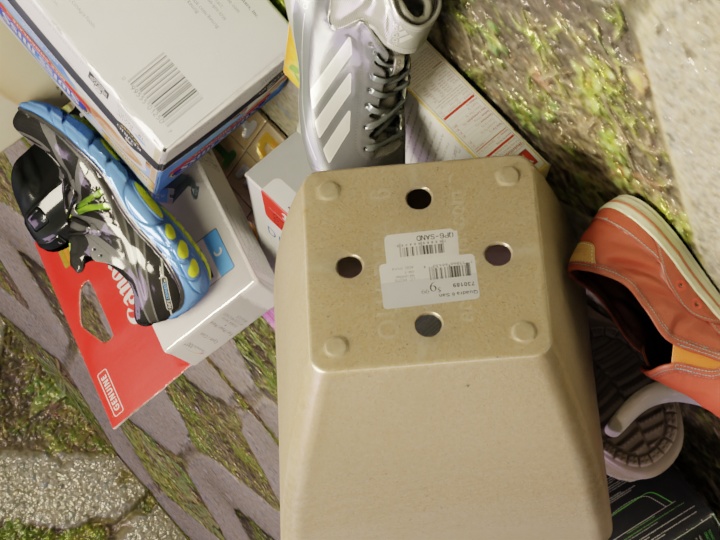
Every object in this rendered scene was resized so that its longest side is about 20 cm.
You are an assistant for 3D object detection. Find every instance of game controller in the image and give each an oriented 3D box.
[{"bbox_3d":[-0.187,-0.103,1.772,0.042,0.200,0.104,41,-164,-40],"label":"game controller"}]

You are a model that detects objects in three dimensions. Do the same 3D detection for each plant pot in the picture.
[{"bbox_3d":[0.042,0.039,1.353,0.177,0.199,0.200,83,-176,-57],"label":"plant pot"}]

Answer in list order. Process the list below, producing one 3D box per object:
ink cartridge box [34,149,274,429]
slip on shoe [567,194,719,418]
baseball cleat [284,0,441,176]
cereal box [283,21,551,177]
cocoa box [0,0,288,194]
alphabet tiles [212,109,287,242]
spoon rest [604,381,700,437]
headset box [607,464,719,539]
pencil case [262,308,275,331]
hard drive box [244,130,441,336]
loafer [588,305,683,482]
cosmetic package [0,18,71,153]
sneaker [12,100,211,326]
[{"bbox_3d":[-0.170,-0.009,1.769,0.045,0.176,0.200,31,-155,-53],"label":"ink cartridge box"},{"bbox_3d":[0.193,0.049,1.338,0.200,0.061,0.074,50,163,-6],"label":"slip on shoe"},{"bbox_3d":[0.006,-0.117,1.367,0.106,0.070,0.201,6,120,44],"label":"baseball cleat"},{"bbox_3d":[0.032,-0.098,1.475,0.200,0.040,0.144,46,162,11],"label":"cereal box"},{"bbox_3d":[-0.158,-0.179,1.636,0.200,0.133,0.131,49,165,3],"label":"cocoa box"},{"bbox_3d":[-0.136,-0.084,1.832,0.200,0.006,0.167,47,123,13],"label":"alphabet tiles"},{"bbox_3d":[0.248,0.128,1.402,0.200,0.061,0.099,35,164,5],"label":"spoon rest"},{"bbox_3d":[0.187,0.193,1.545,0.174,0.093,0.200,60,177,-31],"label":"headset box"},{"bbox_3d":[-0.060,0.008,1.873,0.200,0.086,0.083,48,-179,9],"label":"pencil case"},{"bbox_3d":[0.000,0.000,1.721,0.156,0.077,0.200,43,162,22],"label":"hard drive box"},{"bbox_3d":[0.141,0.065,1.504,0.200,0.076,0.068,51,169,33],"label":"loafer"},{"bbox_3d":[-0.246,-0.182,1.747,0.073,0.200,0.104,27,153,55],"label":"cosmetic package"},{"bbox_3d":[-0.194,-0.044,1.690,0.200,0.083,0.071,52,-170,6],"label":"sneaker"}]
